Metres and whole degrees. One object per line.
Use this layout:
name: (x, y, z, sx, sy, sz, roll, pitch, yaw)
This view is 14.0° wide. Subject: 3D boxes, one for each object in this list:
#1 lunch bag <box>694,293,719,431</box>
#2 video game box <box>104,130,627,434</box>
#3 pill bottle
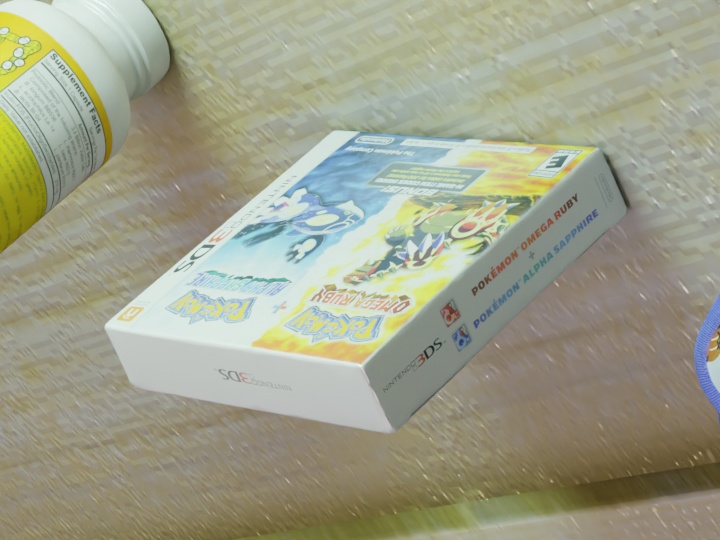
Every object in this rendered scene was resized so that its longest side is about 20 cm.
lunch bag: (0.229, 0.065, 1.208, 0.170, 0.124, 0.200, 48, 168, 25)
video game box: (0.000, 0.000, 1.434, 0.200, 0.182, 0.047, 6, 132, 48)
pill bottle: (-0.195, -0.076, 1.573, 0.104, 0.200, 0.104, 32, 147, 24)
